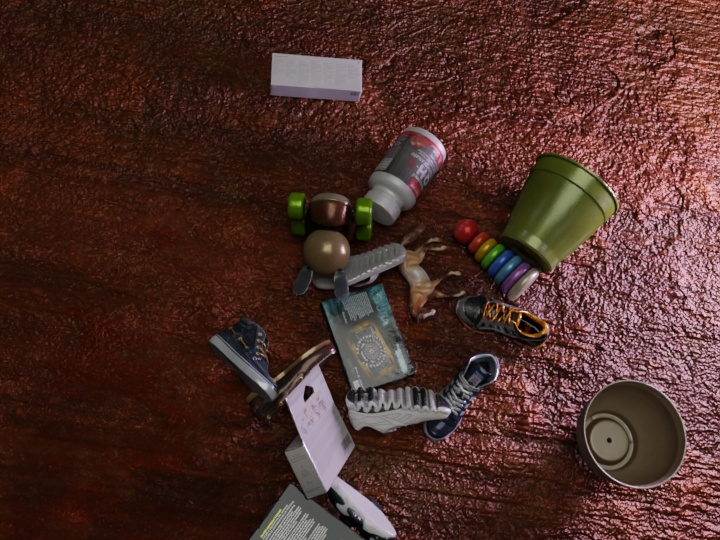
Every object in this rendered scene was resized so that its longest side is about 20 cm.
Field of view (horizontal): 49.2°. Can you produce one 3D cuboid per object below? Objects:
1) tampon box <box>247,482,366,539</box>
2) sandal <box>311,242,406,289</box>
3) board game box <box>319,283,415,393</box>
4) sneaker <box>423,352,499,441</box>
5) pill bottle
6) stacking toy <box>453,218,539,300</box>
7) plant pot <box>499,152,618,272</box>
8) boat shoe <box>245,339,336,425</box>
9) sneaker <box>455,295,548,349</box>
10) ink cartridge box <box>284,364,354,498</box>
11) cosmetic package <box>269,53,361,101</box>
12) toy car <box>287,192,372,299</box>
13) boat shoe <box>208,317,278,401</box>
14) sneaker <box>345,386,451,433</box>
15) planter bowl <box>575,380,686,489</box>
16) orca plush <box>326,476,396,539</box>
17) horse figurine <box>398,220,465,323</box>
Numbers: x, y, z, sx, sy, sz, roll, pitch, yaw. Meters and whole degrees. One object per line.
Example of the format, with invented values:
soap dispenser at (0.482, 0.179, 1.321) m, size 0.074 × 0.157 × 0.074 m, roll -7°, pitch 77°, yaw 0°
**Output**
tampon box at (-0.086, 0.486, 1.374) m, size 0.200 × 0.150 × 0.126 m, roll 36°, pitch 70°, yaw 6°
sandal at (0.001, 0.005, 1.602) m, size 0.202 × 0.050 × 0.082 m, roll -18°, pitch 38°, yaw 0°
board game box at (0.014, 0.137, 1.573) m, size 0.135 × 0.028 × 0.200 m, roll -16°, pitch 73°, yaw -13°
sneaker at (0.196, 0.238, 1.520) m, size 0.070 × 0.109 × 0.200 m, roll 39°, pitch 71°, yaw 7°
pill bottle at (0.086, -0.196, 1.655) m, size 0.111 × 0.111 × 0.200 m, roll 33°, pitch 70°, yaw 4°
stacking toy at (0.274, -0.033, 1.643) m, size 0.085 × 0.085 × 0.200 m, roll -41°, pitch 77°, yaw -18°
plant pot at (0.395, -0.107, 1.637) m, size 0.200 × 0.200 × 0.193 m, roll 38°, pitch 82°, yaw 6°
boat shoe at (-0.121, 0.216, 1.507) m, size 0.200 × 0.070 × 0.070 m, roll -38°, pitch 73°, yaw -9°
sneaker at (0.293, 0.096, 1.600) m, size 0.200 × 0.077 × 0.078 m, roll 18°, pitch 71°, yaw 0°
ink cartridge box at (-0.085, 0.281, 1.403) m, size 0.045 × 0.200 × 0.176 m, roll -23°, pitch 94°, yaw 16°
cosmetic package at (-0.098, -0.427, 1.741) m, size 0.200 × 0.051 × 0.083 m, roll 3°, pitch 73°, yaw -7°
toy car at (-0.066, -0.039, 1.555) m, size 0.164 × 0.158 × 0.200 m, roll 5°, pitch 71°, yaw 3°
boat shoe at (-0.199, 0.160, 1.481) m, size 0.091 × 0.071 × 0.200 m, roll -38°, pitch 50°, yaw -20°
sneaker at (0.073, 0.269, 1.500) m, size 0.200 × 0.075 × 0.081 m, roll 1°, pitch 112°, yaw 7°
planter bowl at (0.503, 0.323, 1.519) m, size 0.200 × 0.135 × 0.200 m, roll 2°, pitch 71°, yaw -6°
orca plush at (-0.030, 0.443, 1.441) m, size 0.200 × 0.105 × 0.071 m, roll 35°, pitch 101°, yaw 2°
horse figurine at (0.131, 0.001, 1.624) m, size 0.132 × 0.050 × 0.200 m, roll -20°, pitch 75°, yaw -14°
